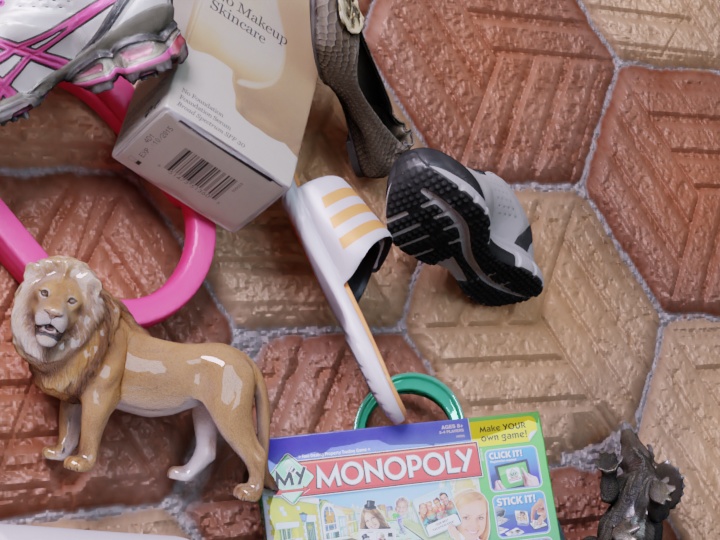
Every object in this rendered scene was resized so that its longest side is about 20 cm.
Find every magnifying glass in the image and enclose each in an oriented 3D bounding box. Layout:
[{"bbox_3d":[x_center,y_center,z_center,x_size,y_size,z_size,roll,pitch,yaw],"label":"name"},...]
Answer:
[{"bbox_3d":[0.012,0.162,1.004,0.079,0.022,0.201,22,69,6],"label":"magnifying glass"}]

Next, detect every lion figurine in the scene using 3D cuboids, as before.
[{"bbox_3d":[-0.127,0.068,0.911,0.198,0.072,0.124,15,86,-29],"label":"lion figurine"}]

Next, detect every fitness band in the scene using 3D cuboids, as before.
[{"bbox_3d":[-0.181,-0.053,0.953,0.200,0.037,0.144,50,57,-8],"label":"fitness band"}]

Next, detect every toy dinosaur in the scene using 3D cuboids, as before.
[{"bbox_3d":[0.189,0.197,1.061,0.201,0.076,0.103,-65,150,-24],"label":"toy dinosaur"}]

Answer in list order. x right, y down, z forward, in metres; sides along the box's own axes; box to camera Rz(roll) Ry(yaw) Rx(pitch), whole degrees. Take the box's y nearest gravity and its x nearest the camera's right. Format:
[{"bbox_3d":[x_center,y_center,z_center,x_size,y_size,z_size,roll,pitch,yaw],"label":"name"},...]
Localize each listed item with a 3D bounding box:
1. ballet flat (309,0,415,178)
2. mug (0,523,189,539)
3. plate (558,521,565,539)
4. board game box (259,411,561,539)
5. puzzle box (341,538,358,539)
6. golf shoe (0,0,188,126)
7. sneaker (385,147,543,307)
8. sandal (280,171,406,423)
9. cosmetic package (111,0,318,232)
[{"bbox_3d":[0.002,-0.132,1.012,0.046,0.201,0.068,0,55,14],"label":"ballet flat"},{"bbox_3d":[-0.152,0.232,0.840,0.152,0.149,0.188,2,108,-40],"label":"mug"},{"bbox_3d":[0.080,0.221,1.039,0.199,0.026,0.202,10,71,-30],"label":"plate"},{"bbox_3d":[0.033,0.171,0.977,0.198,0.029,0.136,-5,73,-11],"label":"board game box"},{"bbox_3d":[-0.043,0.265,0.869,0.133,0.025,0.202,6,95,-63],"label":"puzzle box"},{"bbox_3d":[-0.208,-0.137,0.876,0.198,0.073,0.093,-22,107,-13],"label":"golf shoe"},{"bbox_3d":[0.071,-0.043,1.061,0.200,0.073,0.081,42,39,-55],"label":"sneaker"},{"bbox_3d":[0.000,0.002,1.005,0.059,0.079,0.208,-25,79,-3],"label":"sandal"},{"bbox_3d":[-0.085,-0.139,0.989,0.105,0.071,0.201,31,49,-26],"label":"cosmetic package"}]
